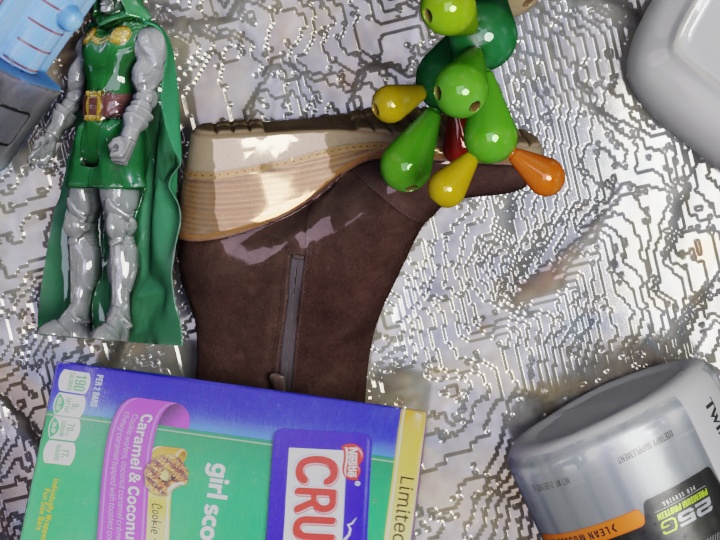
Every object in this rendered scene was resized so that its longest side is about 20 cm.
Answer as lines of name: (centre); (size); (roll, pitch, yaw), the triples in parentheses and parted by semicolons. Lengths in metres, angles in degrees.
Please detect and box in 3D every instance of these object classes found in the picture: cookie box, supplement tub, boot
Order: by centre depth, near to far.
cookie box: (-0.073, 0.149, 1.119); (0.198, 0.075, 0.172); (8, 63, 1)
supplement tub: (0.170, 0.159, 1.136); (0.122, 0.123, 0.201); (-26, 93, 5)
boot: (0.000, 0.000, 1.171); (0.198, 0.072, 0.168); (-2, 107, 2)

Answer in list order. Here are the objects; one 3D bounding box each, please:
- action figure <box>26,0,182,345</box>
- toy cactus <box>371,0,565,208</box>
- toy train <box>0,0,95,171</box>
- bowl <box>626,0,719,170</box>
action figure: (-0.135, -0.063, 1.157); (0.117, 0.055, 0.202); (2, 86, 38)
toy cactus: (0.073, -0.127, 1.059); (0.102, 0.166, 0.201); (19, 129, 0)
toy train: (-0.193, -0.147, 1.135); (0.114, 0.087, 0.200); (41, 100, 21)
bowl: (0.248, -0.129, 1.101); (0.199, 0.075, 0.201); (36, 98, 18)
